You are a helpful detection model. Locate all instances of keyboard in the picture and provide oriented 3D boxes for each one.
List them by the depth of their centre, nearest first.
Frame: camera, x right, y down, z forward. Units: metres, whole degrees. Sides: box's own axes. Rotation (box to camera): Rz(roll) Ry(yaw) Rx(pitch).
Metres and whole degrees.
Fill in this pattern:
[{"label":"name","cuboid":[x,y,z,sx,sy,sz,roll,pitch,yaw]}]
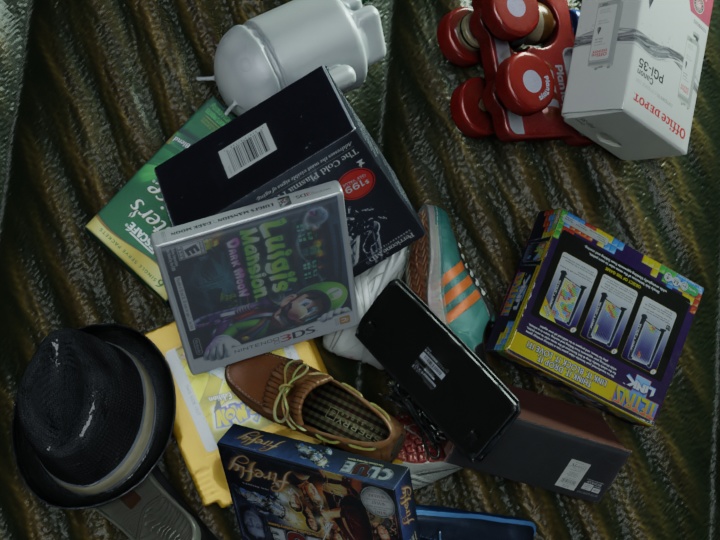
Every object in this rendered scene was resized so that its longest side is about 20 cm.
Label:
[{"label":"keyboard","cuboid":[0.072,0.107,1.279,0.104,0.040,0.200,-50,59,13]}]

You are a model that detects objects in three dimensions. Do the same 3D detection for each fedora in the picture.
[{"label":"fedora","cuboid":[-0.279,0.130,1.262,0.199,0.092,0.202,-6,62,12]}]

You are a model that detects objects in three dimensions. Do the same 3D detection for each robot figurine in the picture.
[{"label":"robot figurine","cuboid":[-0.072,-0.225,1.362,0.199,0.170,0.113,-27,128,-15]}]

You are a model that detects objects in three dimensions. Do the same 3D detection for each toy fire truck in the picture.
[{"label":"toy fire truck","cuboid":[0.188,-0.235,1.414,0.167,0.112,0.201,-4,81,-31]}]

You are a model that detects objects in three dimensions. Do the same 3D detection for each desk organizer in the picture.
[{"label":"desk organizer","cuboid":[0.175,0.173,1.338,0.199,0.077,0.072,19,112,-25]}]

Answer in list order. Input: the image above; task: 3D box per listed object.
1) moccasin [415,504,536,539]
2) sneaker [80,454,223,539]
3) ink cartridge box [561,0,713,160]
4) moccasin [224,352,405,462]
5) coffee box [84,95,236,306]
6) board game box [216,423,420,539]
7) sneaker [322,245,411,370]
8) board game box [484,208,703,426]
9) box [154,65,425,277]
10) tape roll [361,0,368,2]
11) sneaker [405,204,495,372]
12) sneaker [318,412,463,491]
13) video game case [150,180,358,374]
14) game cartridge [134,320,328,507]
[{"label":"moccasin","cuboid":[0.096,0.279,1.301,0.199,0.080,0.069,12,83,-22]},{"label":"sneaker","cuboid":[-0.218,0.242,1.303,0.075,0.106,0.200,-42,58,-8]},{"label":"ink cartridge box","cuboid":[0.305,-0.238,1.394,0.146,0.083,0.201,23,75,-44]},{"label":"moccasin","cuboid":[-0.051,0.134,1.283,0.201,0.078,0.074,30,75,22]},{"label":"coffee box","cuboid":[-0.182,-0.074,1.366,0.123,0.044,0.200,44,79,2]},{"label":"board game box","cuboid":[-0.038,0.231,1.247,0.199,0.136,0.035,9,36,29]},{"label":"sneaker","cuboid":[0.000,0.000,1.356,0.099,0.078,0.201,9,84,4]},{"label":"board game box","cuboid":[0.252,0.052,1.363,0.199,0.057,0.166,28,79,-19]},{"label":"box","cuboid":[-0.066,-0.067,1.264,0.199,0.182,0.104,-31,50,7]},{"label":"tape roll","cuboid":[-0.028,-0.400,1.435,0.199,0.048,0.202,1,81,-6]},{"label":"sneaker","cuboid":[0.099,0.028,1.374,0.079,0.071,0.201,0,78,-22]},{"label":"sneaker","cuboid":[0.028,0.208,1.336,0.199,0.083,0.078,-11,38,-20]},{"label":"video game case","cuboid":[-0.096,0.012,1.235,0.181,0.201,0.023,-17,50,-9]},{"label":"game cartridge","cuboid":[-0.120,0.129,1.347,0.176,0.032,0.201,-23,83,-9]}]
